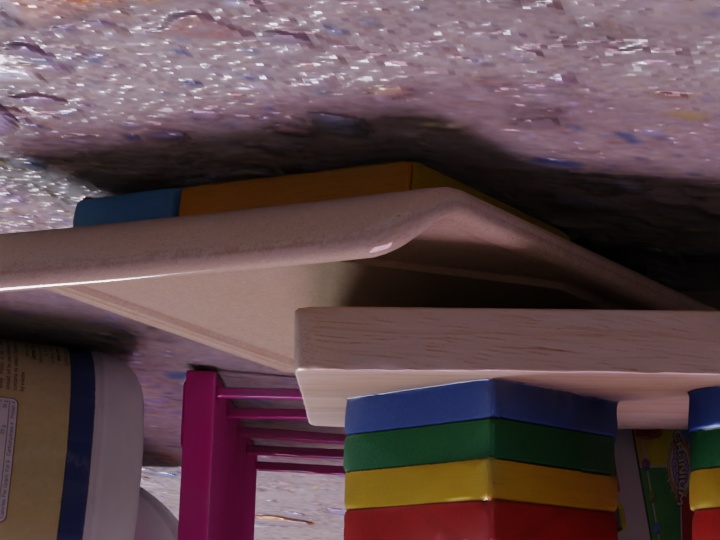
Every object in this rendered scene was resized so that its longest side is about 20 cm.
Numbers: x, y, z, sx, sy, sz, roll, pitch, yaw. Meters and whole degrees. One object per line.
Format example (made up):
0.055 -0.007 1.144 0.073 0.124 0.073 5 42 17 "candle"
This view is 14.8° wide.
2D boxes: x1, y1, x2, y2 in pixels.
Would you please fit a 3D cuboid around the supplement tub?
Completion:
-0.193 0.091 1.091 0.199 0.145 0.144 8 167 -10 "supplement tub"

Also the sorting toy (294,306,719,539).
0.081 0.058 0.865 0.199 0.070 0.199 1 172 0 "sorting toy"

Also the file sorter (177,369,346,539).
-0.008 0.133 1.208 0.125 0.140 0.200 2 167 3 "file sorter"

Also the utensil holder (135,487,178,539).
-0.181 0.156 1.315 0.169 0.171 0.200 2 165 16 "utensil holder"

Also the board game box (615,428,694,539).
0.108 0.101 0.970 0.199 0.154 0.040 6 150 3 "board game box"

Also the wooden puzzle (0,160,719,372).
0.000 0.000 0.868 0.184 0.037 0.200 -5 168 36 "wooden puzzle"
